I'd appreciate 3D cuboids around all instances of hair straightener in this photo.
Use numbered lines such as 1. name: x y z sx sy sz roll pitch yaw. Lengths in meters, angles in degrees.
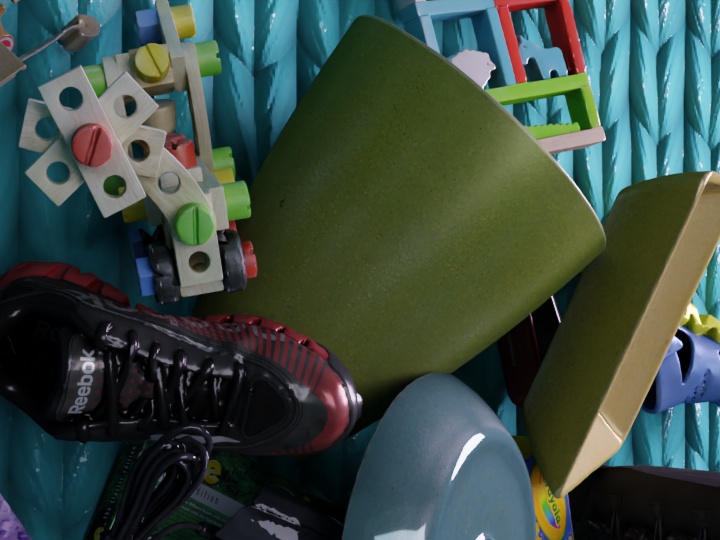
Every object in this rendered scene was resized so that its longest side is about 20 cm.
1. hair straightener: 0.110 -0.014 0.957 0.076 0.041 0.203 -21 97 -38

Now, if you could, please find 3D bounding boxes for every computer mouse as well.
1. computer mouse: -0.056 0.169 0.695 0.199 0.046 0.141 33 98 -40

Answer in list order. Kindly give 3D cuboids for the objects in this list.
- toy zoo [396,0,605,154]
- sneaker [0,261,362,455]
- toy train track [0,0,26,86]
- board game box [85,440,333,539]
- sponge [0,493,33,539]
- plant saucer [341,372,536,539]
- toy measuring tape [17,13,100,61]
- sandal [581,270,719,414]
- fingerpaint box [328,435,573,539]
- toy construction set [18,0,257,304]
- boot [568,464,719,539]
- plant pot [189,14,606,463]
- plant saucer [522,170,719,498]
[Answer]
1. toy zoo: 0.083 -0.170 0.926 0.130 0.020 0.203 -12 87 -33
2. sneaker: -0.099 0.052 0.678 0.098 0.198 0.072 -50 154 -76
3. toy train track: -0.231 -0.089 0.666 0.200 0.033 0.115 -40 68 -22
4. board game box: -0.064 0.166 0.810 0.199 0.023 0.106 35 69 -34
5. sponge: -0.214 0.147 0.682 0.111 0.030 0.201 -43 114 -31
6. plant saucer: 0.049 0.155 0.731 0.199 0.036 0.203 -7 98 -62
7. toy measuring tape: -0.186 -0.052 0.693 0.200 0.073 0.074 -44 114 -38
8. sandal: 0.219 0.065 1.018 0.199 0.079 0.088 32 72 -25
9. fingerpaint box: 0.062 0.220 0.858 0.166 0.073 0.203 -17 103 -46
10. toy construction set: -0.098 -0.058 0.691 0.091 0.200 0.133 -6 105 3
11. boot: 0.197 0.201 0.907 0.065 0.199 0.167 -28 105 -36
12. plant pot: 0.000 0.000 0.777 0.200 0.187 0.187 -48 119 -5
13. plant saucer: 0.163 0.025 0.868 0.202 0.048 0.200 -67 161 10
